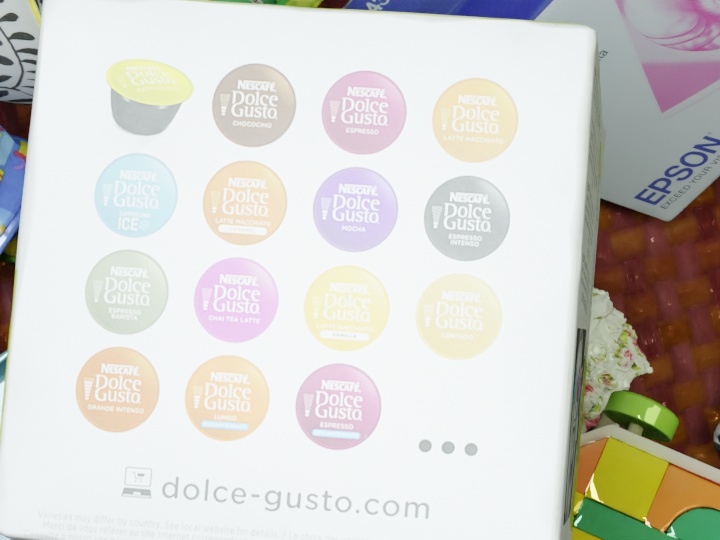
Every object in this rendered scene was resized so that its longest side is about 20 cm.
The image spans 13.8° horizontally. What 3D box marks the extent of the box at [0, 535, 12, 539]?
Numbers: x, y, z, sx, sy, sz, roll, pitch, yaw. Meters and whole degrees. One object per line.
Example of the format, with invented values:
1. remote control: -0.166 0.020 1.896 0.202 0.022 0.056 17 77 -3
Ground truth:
1. box: -0.100 0.151 1.229 0.137 0.039 0.200 21 73 20

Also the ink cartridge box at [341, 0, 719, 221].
1. ink cartridge box: 0.113 -0.112 1.318 0.200 0.196 0.043 16 51 -27

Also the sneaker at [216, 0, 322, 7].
1. sneaker: -0.045 -0.149 1.244 0.074 0.200 0.084 12 113 4

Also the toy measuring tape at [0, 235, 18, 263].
1. toy measuring tape: -0.127 0.001 1.256 0.074 0.074 0.200 39 79 -21

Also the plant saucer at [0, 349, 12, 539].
1. plant saucer: -0.116 0.053 1.232 0.200 0.019 0.070 -38 84 -3

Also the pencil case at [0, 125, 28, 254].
1. pencil case: -0.226 -0.059 1.184 0.200 0.078 0.087 30 83 -16

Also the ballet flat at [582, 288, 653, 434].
1. ballet flat: 0.074 0.099 1.350 0.064 0.076 0.200 37 74 -21

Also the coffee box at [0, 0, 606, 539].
1. coffee box: -0.014 0.014 1.117 0.199 0.200 0.198 4 83 7

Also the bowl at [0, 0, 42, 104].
1. bowl: -0.168 -0.147 1.199 0.094 0.201 0.201 -16 95 8

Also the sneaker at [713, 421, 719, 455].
1. sneaker: 0.269 0.088 1.454 0.200 0.074 0.080 28 73 -24

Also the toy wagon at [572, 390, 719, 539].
1. toy wagon: 0.145 0.149 1.279 0.200 0.040 0.155 24 79 6
